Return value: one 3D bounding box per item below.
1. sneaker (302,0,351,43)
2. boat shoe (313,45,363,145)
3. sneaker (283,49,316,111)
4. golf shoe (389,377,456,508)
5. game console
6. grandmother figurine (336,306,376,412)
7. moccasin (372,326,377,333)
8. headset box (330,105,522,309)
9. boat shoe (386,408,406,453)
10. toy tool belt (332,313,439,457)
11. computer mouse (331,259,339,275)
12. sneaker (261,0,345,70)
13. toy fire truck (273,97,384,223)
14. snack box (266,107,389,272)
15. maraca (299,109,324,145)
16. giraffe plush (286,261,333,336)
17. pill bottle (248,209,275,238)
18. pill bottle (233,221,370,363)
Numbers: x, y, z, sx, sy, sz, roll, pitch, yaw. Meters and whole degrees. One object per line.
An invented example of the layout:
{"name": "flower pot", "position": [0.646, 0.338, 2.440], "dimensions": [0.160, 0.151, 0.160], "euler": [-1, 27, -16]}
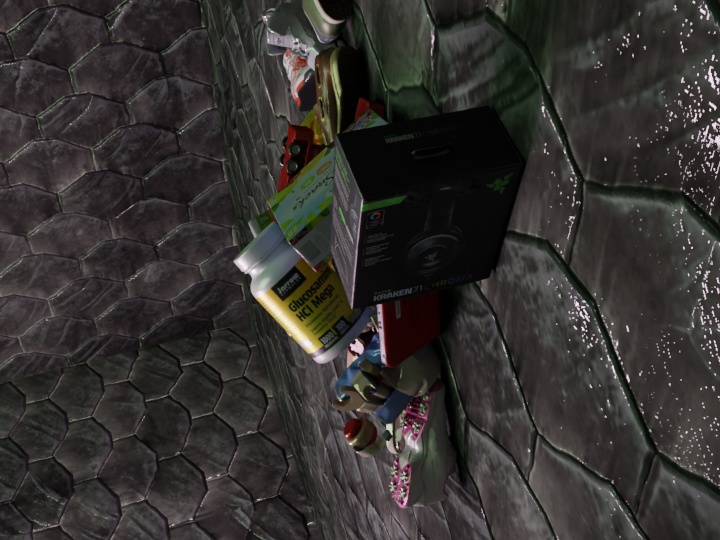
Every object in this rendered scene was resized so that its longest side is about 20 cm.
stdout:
{"name": "sneaker", "position": [-0.073, -0.448, 1.355], "dimensions": [0.090, 0.066, 0.202], "euler": [122, 131, -65]}
{"name": "boat shoe", "position": [-0.034, -0.242, 1.337], "dimensions": [0.067, 0.072, 0.203], "euler": [7, 107, 39]}
{"name": "sneaker", "position": [-0.098, -0.364, 1.544], "dimensions": [0.201, 0.067, 0.109], "euler": [142, 112, -78]}
{"name": "golf shoe", "position": [0.105, 0.255, 1.289], "dimensions": [0.075, 0.091, 0.202], "euler": [-146, 67, -68]}
{"name": "game console", "position": [0.050, -0.003, 1.176], "dimensions": [0.118, 0.172, 0.202], "euler": [24, 131, 40]}
{"name": "grandmother figurine", "position": [0.003, 0.132, 1.393], "dimensions": [0.120, 0.061, 0.202], "euler": [18, 124, 25]}
{"name": "moccasin", "position": [0.027, 0.125, 1.462], "dimensions": [0.202, 0.077, 0.074], "euler": [98, 156, -56]}
{"name": "headset box", "position": [0.063, -0.069, 0.919], "dimensions": [0.201, 0.172, 0.093], "euler": [97, 157, -52]}
{"name": "boat shoe", "position": [0.078, 0.190, 1.354], "dimensions": [0.059, 0.072, 0.203], "euler": [4, 95, 34]}
{"name": "toy tool belt", "position": [0.013, 0.159, 1.266], "dimensions": [0.122, 0.201, 0.125], "euler": [35, -173, -24]}
{"name": "computer mouse", "position": [0.000, 0.000, 1.334], "dimensions": [0.200, 0.044, 0.110], "euler": [36, -152, -55]}
{"name": "sneaker", "position": [-0.088, -0.358, 1.405], "dimensions": [0.075, 0.114, 0.202], "euler": [105, 149, -64]}
{"name": "toy fire truck", "position": [-0.047, -0.157, 1.280], "dimensions": [0.049, 0.139, 0.202], "euler": [-133, 51, -63]}
{"name": "snack box", "position": [-0.021, -0.113, 1.168], "dimensions": [0.068, 0.200, 0.169], "euler": [45, -175, -27]}
{"name": "maraca", "position": [-0.062, -0.178, 1.444], "dimensions": [0.137, 0.106, 0.201], "euler": [47, 136, 26]}
{"name": "giraffe plush", "position": [-0.074, 0.034, 1.508], "dimensions": [0.173, 0.161, 0.201], "euler": [63, -177, 40]}
{"name": "pill bottle", "position": [-0.067, -0.072, 1.374], "dimensions": [0.112, 0.198, 0.111], "euler": [62, 173, 13]}
{"name": "pill bottle", "position": [-0.087, 0.030, 1.269], "dimensions": [0.200, 0.112, 0.112], "euler": [47, 170, -10]}
